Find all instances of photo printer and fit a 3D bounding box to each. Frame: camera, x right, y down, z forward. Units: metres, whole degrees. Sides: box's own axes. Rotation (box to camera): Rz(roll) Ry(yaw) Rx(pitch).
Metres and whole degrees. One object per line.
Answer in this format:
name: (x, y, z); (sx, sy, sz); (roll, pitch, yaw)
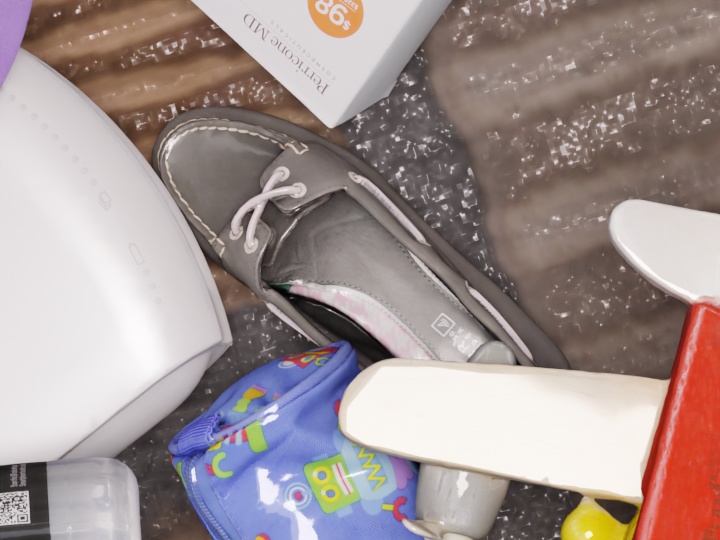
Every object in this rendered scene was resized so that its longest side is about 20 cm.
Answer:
photo printer: (-0.161, 0.020, 1.055); (0.200, 0.069, 0.166); (-37, 81, 5)

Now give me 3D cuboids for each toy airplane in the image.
toy airplane: (0.120, 0.076, 0.961); (0.199, 0.141, 0.200); (-31, 68, -18)

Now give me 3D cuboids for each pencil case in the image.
pencil case: (0.002, 0.128, 1.005); (0.078, 0.087, 0.200); (-26, 91, 49)

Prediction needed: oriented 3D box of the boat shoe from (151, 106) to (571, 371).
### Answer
boat shoe: (0.000, 0.000, 1.042); (0.200, 0.057, 0.067); (38, 93, 9)

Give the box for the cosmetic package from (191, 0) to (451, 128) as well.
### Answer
cosmetic package: (-0.036, -0.176, 1.030); (0.200, 0.052, 0.151); (43, 128, 9)

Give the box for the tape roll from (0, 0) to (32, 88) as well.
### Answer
tape roll: (-0.225, -0.107, 1.040); (0.200, 0.066, 0.200); (-11, 62, 22)

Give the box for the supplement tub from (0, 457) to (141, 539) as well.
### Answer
supplement tub: (-0.174, 0.133, 0.963); (0.200, 0.123, 0.123); (-4, 85, -5)
